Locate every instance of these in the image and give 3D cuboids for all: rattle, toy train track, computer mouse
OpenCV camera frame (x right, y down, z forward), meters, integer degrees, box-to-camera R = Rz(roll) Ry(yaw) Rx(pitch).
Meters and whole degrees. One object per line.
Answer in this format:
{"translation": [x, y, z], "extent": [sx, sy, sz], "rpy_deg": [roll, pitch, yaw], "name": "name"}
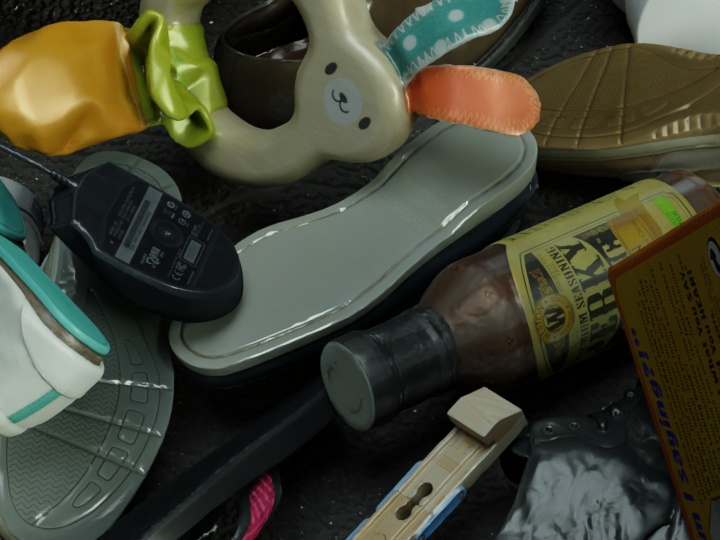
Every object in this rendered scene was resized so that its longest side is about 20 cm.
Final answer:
{"translation": [-0.042, -0.087, 1.033], "extent": [0.199, 0.131, 0.142], "rpy_deg": [22, 8, 32], "name": "rattle"}
{"translation": [-0.010, 0.119, 0.960], "extent": [0.200, 0.033, 0.114], "rpy_deg": [-45, 46, -15], "name": "toy train track"}
{"translation": [-0.139, -0.034, 1.011], "extent": [0.199, 0.034, 0.059], "rpy_deg": [32, 40, -6], "name": "computer mouse"}

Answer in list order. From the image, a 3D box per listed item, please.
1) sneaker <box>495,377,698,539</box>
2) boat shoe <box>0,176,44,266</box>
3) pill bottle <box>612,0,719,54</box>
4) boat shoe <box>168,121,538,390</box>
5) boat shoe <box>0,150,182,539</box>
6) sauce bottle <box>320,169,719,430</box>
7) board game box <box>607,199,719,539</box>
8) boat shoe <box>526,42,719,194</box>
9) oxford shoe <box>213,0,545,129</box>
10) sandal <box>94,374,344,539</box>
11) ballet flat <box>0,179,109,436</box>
{"translation": [0.107, 0.077, 1.000], "extent": [0.103, 0.060, 0.201], "rpy_deg": [11, 56, 8], "name": "sneaker"}
{"translation": [-0.245, -0.001, 1.089], "extent": [0.198, 0.071, 0.070], "rpy_deg": [1, 46, -4], "name": "boat shoe"}
{"translation": [0.166, -0.193, 1.194], "extent": [0.115, 0.116, 0.201], "rpy_deg": [-7, 49, -2], "name": "pill bottle"}
{"translation": [0.000, 0.000, 1.074], "extent": [0.075, 0.062, 0.200], "rpy_deg": [34, 58, 30], "name": "boat shoe"}
{"translation": [-0.123, 0.042, 1.053], "extent": [0.074, 0.065, 0.203], "rpy_deg": [15, 53, -14], "name": "boat shoe"}
{"translation": [0.074, 0.016, 1.035], "extent": [0.199, 0.065, 0.065], "rpy_deg": [-24, 51, -28], "name": "sauce bottle"}
{"translation": [0.233, 0.052, 0.874], "extent": [0.198, 0.200, 0.202], "rpy_deg": [-16, 84, -11], "name": "board game box"}
{"translation": [0.157, -0.061, 1.109], "extent": [0.199, 0.069, 0.074], "rpy_deg": [-1, 47, 34], "name": "boat shoe"}
{"translation": [0.015, -0.126, 1.168], "extent": [0.199, 0.085, 0.073], "rpy_deg": [-31, 52, -23], "name": "oxford shoe"}
{"translation": [-0.063, 0.106, 0.978], "extent": [0.200, 0.075, 0.045], "rpy_deg": [-36, 98, -41], "name": "sandal"}
{"translation": [-0.170, 0.000, 1.012], "extent": [0.069, 0.070, 0.200], "rpy_deg": [-23, 41, -15], "name": "ballet flat"}
